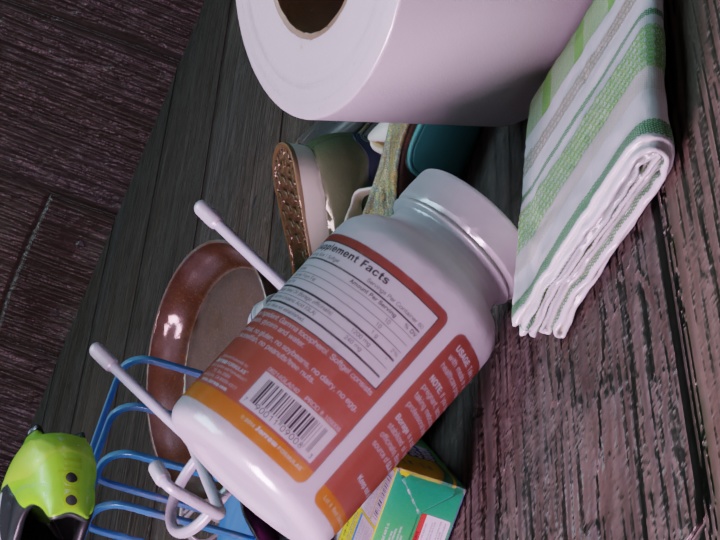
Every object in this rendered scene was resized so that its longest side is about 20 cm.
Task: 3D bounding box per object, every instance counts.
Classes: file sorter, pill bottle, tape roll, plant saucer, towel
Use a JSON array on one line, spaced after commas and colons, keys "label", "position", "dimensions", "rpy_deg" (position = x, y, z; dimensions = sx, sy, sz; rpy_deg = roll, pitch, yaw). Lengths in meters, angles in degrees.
[{"label": "file sorter", "position": [-0.129, 0.176, 1.471], "dimensions": [0.200, 0.122, 0.139], "rpy_deg": [-86, 15, -51]}, {"label": "pill bottle", "position": [0.001, 0.044, 1.199], "dimensions": [0.200, 0.112, 0.112], "rpy_deg": [-47, 6, -14]}, {"label": "tape roll", "position": [0.030, -0.188, 1.308], "dimensions": [0.202, 0.139, 0.204], "rpy_deg": [2, 92, 58]}, {"label": "plant saucer", "position": [-0.105, 0.077, 1.682], "dimensions": [0.200, 0.034, 0.201], "rpy_deg": [-13, 74, 56]}, {"label": "towel", "position": [0.127, -0.076, 1.154], "dimensions": [0.200, 0.031, 0.149], "rpy_deg": [-80, 17, -48]}]

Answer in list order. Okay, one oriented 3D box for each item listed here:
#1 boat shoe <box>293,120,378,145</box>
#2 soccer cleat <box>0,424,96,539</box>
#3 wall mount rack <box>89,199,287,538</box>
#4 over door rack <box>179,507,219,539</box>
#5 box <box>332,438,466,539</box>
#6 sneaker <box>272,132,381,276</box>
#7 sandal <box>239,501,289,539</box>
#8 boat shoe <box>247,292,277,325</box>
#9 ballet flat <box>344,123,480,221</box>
[{"label": "boat shoe", "position": [0.027, -0.105, 1.544], "dimensions": [0.200, 0.073, 0.075], "rpy_deg": [-40, 19, 26]}, {"label": "soccer cleat", "position": [-0.210, 0.181, 1.382], "dimensions": [0.200, 0.067, 0.081], "rpy_deg": [116, 154, -43]}, {"label": "wall mount rack", "position": [-0.086, 0.055, 1.336], "dimensions": [0.200, 0.074, 0.174], "rpy_deg": [-52, 29, 9]}, {"label": "over door rack", "position": [-0.108, 0.109, 1.800], "dimensions": [0.148, 0.066, 0.201], "rpy_deg": [133, 135, -60]}, {"label": "box", "position": [0.004, 0.152, 1.300], "dimensions": [0.200, 0.048, 0.118], "rpy_deg": [-139, 68, -75]}, {"label": "sneaker", "position": [0.000, 0.000, 1.514], "dimensions": [0.067, 0.090, 0.201], "rpy_deg": [-147, 46, -62]}, {"label": "sandal", "position": [-0.046, 0.137, 1.319], "dimensions": [0.201, 0.048, 0.075], "rpy_deg": [-88, 20, -55]}, {"label": "boat shoe", "position": [-0.011, 0.035, 1.382], "dimensions": [0.200, 0.073, 0.066], "rpy_deg": [21, 121, 55]}, {"label": "ballet flat", "position": [0.028, -0.059, 1.449], "dimensions": [0.071, 0.070, 0.201], "rpy_deg": [-165, 92, -79]}]
